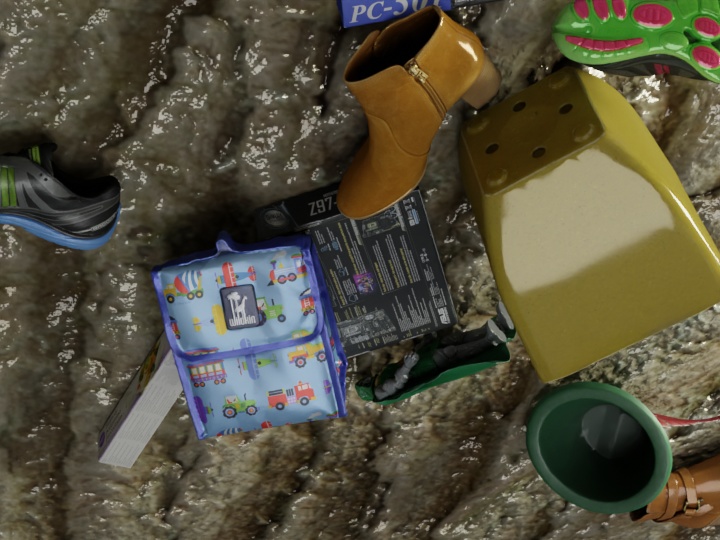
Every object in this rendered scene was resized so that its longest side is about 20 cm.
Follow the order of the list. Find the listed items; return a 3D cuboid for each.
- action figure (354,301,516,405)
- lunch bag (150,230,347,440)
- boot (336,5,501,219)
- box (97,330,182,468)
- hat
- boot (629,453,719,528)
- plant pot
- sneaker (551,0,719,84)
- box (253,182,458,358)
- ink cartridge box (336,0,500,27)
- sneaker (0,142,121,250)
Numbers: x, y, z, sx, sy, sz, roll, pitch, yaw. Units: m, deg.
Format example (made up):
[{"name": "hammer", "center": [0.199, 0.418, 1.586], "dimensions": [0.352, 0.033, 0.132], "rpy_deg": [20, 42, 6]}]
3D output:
[{"name": "action figure", "center": [0.073, 0.097, 1.289], "dimensions": [0.199, 0.118, 0.055], "rpy_deg": [-29, 98, 31]}, {"name": "lunch bag", "center": [-0.103, 0.047, 1.151], "dimensions": [0.149, 0.094, 0.201], "rpy_deg": [-10, 122, 5]}, {"name": "boot", "center": [0.020, -0.134, 1.028], "dimensions": [0.201, 0.071, 0.144], "rpy_deg": [-43, 149, 17]}, {"name": "box", "center": [-0.222, 0.133, 1.278], "dimensions": [0.041, 0.039, 0.200], "rpy_deg": [16, 128, -27]}, {"name": "hat", "center": [0.314, 0.187, 1.481], "dimensions": [0.200, 0.176, 0.166], "rpy_deg": [45, 121, 0]}, {"name": "boot", "center": [0.439, 0.264, 1.559], "dimensions": [0.154, 0.077, 0.201], "rpy_deg": [1, 141, -10]}, {"name": "plant pot", "center": [0.191, -0.061, 1.091], "dimensions": [0.195, 0.195, 0.200], "rpy_deg": [-27, 129, 13]}, {"name": "sneaker", "center": [0.261, -0.201, 1.039], "dimensions": [0.199, 0.084, 0.077], "rpy_deg": [10, 96, -3]}, {"name": "box", "center": [0.000, 0.000, 1.200], "dimensions": [0.159, 0.044, 0.201], "rpy_deg": [-18, 135, 4]}, {"name": "ink cartridge box", "center": [0.076, -0.259, 0.964], "dimensions": [0.199, 0.044, 0.094], "rpy_deg": [-10, 134, -4]}, {"name": "sneaker", "center": [-0.299, -0.080, 1.039], "dimensions": [0.199, 0.071, 0.083], "rpy_deg": [16, 114, -28]}]
